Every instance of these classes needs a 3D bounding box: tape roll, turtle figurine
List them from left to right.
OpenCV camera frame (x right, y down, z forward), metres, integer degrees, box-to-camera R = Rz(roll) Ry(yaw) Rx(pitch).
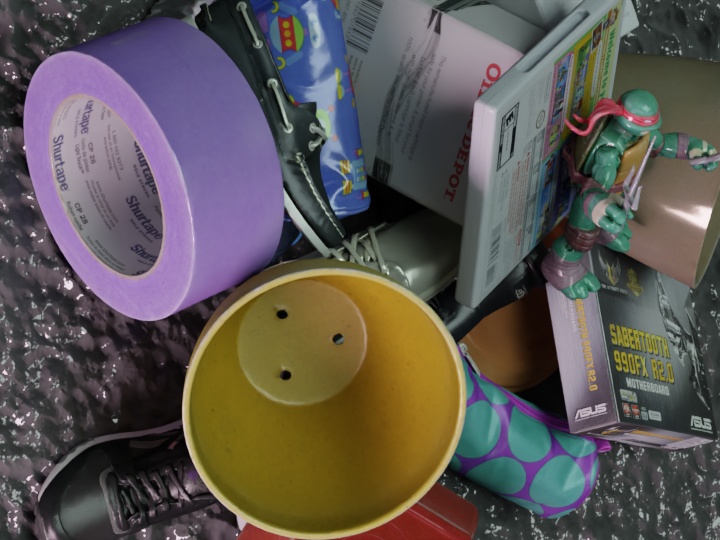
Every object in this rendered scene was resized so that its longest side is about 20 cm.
[{"bbox_3d":[-0.148,-0.072,1.575,0.085,0.200,0.201,-26,103,-35],"label":"tape roll"},{"bbox_3d":[0.200,-0.072,1.666,0.149,0.200,0.101,-28,67,-32],"label":"turtle figurine"}]

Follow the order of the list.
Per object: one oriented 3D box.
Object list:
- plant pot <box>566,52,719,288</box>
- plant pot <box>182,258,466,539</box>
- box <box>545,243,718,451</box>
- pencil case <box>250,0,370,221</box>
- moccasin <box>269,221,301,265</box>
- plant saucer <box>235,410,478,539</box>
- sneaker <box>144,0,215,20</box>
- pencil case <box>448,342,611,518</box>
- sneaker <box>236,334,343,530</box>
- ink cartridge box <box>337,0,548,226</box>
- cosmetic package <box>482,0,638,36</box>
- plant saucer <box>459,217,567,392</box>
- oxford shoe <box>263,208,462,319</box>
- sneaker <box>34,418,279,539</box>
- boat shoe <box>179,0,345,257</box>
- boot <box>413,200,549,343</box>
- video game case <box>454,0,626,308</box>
[{"bbox_3d":[0.214,-0.107,1.842,0.187,0.199,0.188,20,90,-77],"label":"plant pot"},{"bbox_3d":[-0.035,0.072,1.598,0.199,0.142,0.201,-3,109,-9],"label":"plant pot"},{"bbox_3d":[0.232,0.067,1.893,0.200,0.048,0.159,16,62,-56],"label":"box"},{"bbox_3d":[-0.047,-0.134,1.655,0.086,0.078,0.201,-11,98,-10],"label":"pencil case"},{"bbox_3d":[-0.115,-0.079,1.678,0.200,0.080,0.068,49,64,-23],"label":"moccasin"},{"bbox_3d":[-0.011,0.238,1.715,0.199,0.037,0.201,34,85,-37],"label":"plant saucer"},{"bbox_3d":[-0.093,-0.220,1.720,0.200,0.075,0.082,-53,130,-18],"label":"sneaker"},{"bbox_3d":[0.108,0.128,1.829,0.200,0.085,0.092,33,110,-33],"label":"pencil case"},{"bbox_3d":[-0.042,0.140,1.721,0.073,0.080,0.201,14,81,-38],"label":"sneaker"},{"bbox_3d":[0.045,-0.143,1.696,0.084,0.199,0.145,-19,133,-54],"label":"ink cartridge box"},{"bbox_3d":[0.108,-0.196,1.775,0.113,0.199,0.082,-32,107,-40],"label":"cosmetic package"},{"bbox_3d":[0.124,0.005,1.882,0.199,0.037,0.202,3,85,-38],"label":"plant saucer"},{"bbox_3d":[0.000,0.000,1.708,0.058,0.199,0.075,62,5,-52],"label":"oxford shoe"},{"bbox_3d":[-0.144,0.149,1.633,0.199,0.087,0.076,-24,102,-36],"label":"sneaker"},{"bbox_3d":[-0.058,-0.106,1.582,0.060,0.076,0.201,-31,93,-1],"label":"boat shoe"},{"bbox_3d":[0.040,-0.021,1.783,0.168,0.200,0.077,-33,152,-6],"label":"boot"},{"bbox_3d":[0.134,-0.094,1.657,0.182,0.022,0.201,-43,150,-36],"label":"video game case"}]
